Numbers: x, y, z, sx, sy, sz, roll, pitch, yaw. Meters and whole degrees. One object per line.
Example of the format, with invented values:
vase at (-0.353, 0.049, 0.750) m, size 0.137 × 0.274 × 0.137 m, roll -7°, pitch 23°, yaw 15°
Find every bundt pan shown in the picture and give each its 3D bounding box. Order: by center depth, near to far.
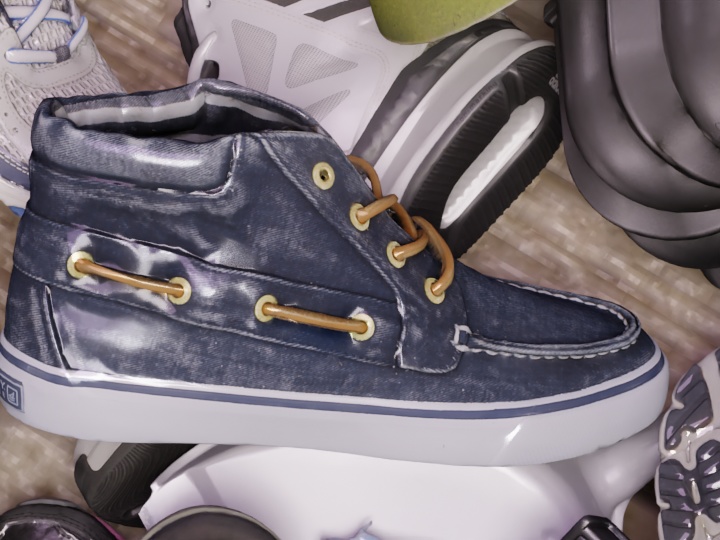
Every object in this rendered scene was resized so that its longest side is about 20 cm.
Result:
bundt pan at (0.147, -0.043, 0.797) m, size 0.200 × 0.202 × 0.076 m, roll 4°, pitch 71°, yaw 5°

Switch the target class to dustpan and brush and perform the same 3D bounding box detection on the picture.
dustpan and brush at (0.051, 0.077, 0.857) m, size 0.199 × 0.057 × 0.140 m, roll -27°, pitch 96°, yaw 5°

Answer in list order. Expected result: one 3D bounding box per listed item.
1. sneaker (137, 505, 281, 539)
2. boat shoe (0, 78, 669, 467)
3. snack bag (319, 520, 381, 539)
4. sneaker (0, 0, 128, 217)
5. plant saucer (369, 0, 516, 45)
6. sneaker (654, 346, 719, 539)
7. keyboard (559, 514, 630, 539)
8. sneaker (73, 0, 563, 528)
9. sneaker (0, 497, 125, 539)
sneaker at (-0.053, 0.161, 0.735) m, size 0.074 × 0.106 × 0.201 m, roll 17°, pitch 85°, yaw -9°
boat shoe at (0.000, 0.000, 0.794) m, size 0.199 × 0.071 × 0.091 m, roll 2°, pitch 110°, yaw -18°
snack bag at (0.062, 0.186, 0.802) m, size 0.187 × 0.021 × 0.201 m, roll 11°, pitch 98°, yaw 20°
sneaker at (-0.127, -0.098, 0.850) m, size 0.200 × 0.077 × 0.085 m, roll 45°, pitch 122°, yaw 8°
plant saucer at (0.065, -0.149, 0.806) m, size 0.031 × 0.200 × 0.200 m, roll 42°, pitch 83°, yaw -19°
sneaker at (0.141, 0.117, 0.828) m, size 0.077 × 0.080 × 0.201 m, roll -21°, pitch 82°, yaw 1°
keyboard at (0.010, 0.147, 0.800) m, size 0.127 × 0.021 × 0.200 m, roll 44°, pitch 105°, yaw 9°
sneaker at (-0.035, -0.020, 0.889) m, size 0.201 × 0.076 × 0.115 m, roll -47°, pitch 59°, yaw 0°
sneaker at (-0.094, 0.164, 0.830) m, size 0.078 × 0.095 × 0.201 m, roll -4°, pitch 77°, yaw 7°
